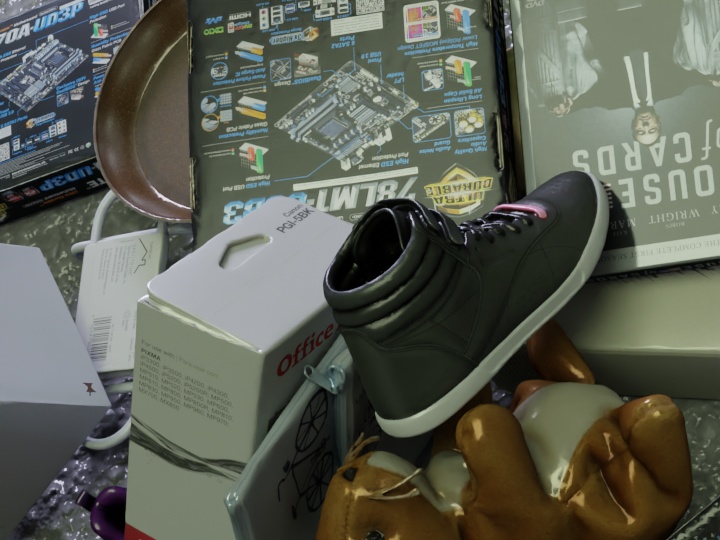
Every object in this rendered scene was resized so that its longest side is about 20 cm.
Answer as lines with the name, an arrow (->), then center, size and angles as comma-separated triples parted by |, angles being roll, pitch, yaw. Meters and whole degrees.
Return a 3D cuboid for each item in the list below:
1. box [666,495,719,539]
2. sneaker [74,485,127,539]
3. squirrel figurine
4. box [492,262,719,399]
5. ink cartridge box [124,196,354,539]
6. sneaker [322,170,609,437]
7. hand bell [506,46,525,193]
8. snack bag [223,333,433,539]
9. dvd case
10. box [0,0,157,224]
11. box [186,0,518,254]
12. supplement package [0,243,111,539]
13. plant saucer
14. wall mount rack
box -> 0.257, 0.126, 0.844 | 0.200, 0.117, 0.060 | -41, 54, 5
sneaker -> -0.084, 0.176, 0.998 | 0.200, 0.088, 0.075 | 4, 69, 27
squirrel figurine -> 0.072, 0.150, 0.871 | 0.186, 0.200, 0.142 | -24, 32, -15
box -> 0.168, 0.032, 0.950 | 0.200, 0.082, 0.069 | 1, 66, 24
ink cartridge box -> -0.058, 0.081, 0.908 | 0.083, 0.200, 0.147 | 23, 35, 22
sneaker -> 0.058, -0.014, 0.845 | 0.071, 0.099, 0.200 | 4, 42, 49
hand bell -> 0.156, -0.047, 1.001 | 0.200, 0.104, 0.104 | 35, 85, 21
snack bag -> -0.009, 0.107, 0.902 | 0.021, 0.189, 0.200 | 22, 55, 22
dvd case -> 0.165, -0.098, 0.922 | 0.150, 0.025, 0.201 | -9, 78, 22
box -> -0.240, -0.130, 1.237 | 0.200, 0.046, 0.159 | -18, 61, 17
box -> -0.008, -0.102, 0.983 | 0.199, 0.050, 0.199 | -8, 76, 15
supplement package -> -0.311, 0.093, 1.046 | 0.200, 0.191, 0.147 | -49, 54, 27
plant saucer -> -0.090, -0.118, 1.079 | 0.200, 0.032, 0.201 | -13, 61, 25
wall mount rack -> -0.126, 0.033, 1.097 | 0.173, 0.075, 0.200 | -8, 64, 26
